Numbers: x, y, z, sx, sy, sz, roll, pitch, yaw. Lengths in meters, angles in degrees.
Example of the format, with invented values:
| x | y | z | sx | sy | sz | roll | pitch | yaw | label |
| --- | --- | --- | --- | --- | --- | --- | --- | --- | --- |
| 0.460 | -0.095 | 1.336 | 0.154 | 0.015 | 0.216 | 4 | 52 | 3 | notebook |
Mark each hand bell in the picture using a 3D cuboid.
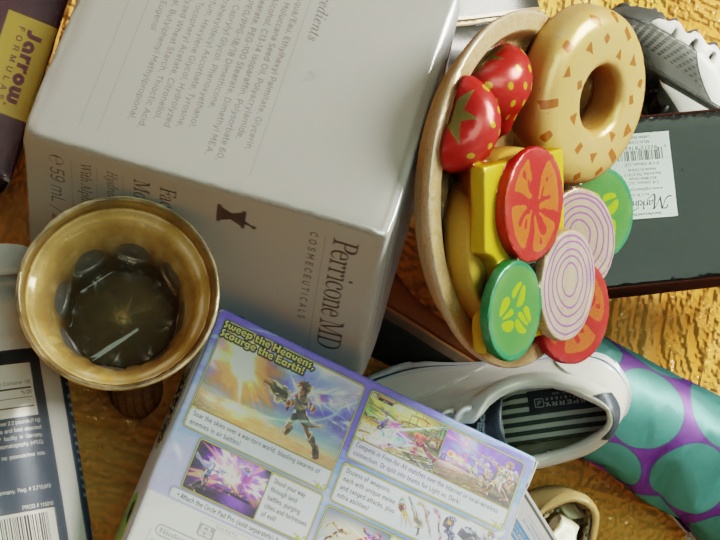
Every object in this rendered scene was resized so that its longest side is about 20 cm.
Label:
| x | y | z | sx | sy | sz | roll | pitch | yaw | label |
| --- | --- | --- | --- | --- | --- | --- | --- | --- | --- |
| -0.128 | 0.044 | 1.235 | 0.103 | 0.200 | 0.105 | 1 | 70 | -3 | hand bell |

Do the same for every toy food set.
| x | y | z | sx | sy | sz | roll | pitch | yaw | label |
| --- | --- | --- | --- | --- | --- | --- | --- | --- | --- |
| 0.095 | -0.041 | 1.224 | 0.200 | 0.048 | 0.200 | -18 | 109 | -54 | toy food set |

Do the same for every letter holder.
| x | y | z | sx | sy | sz | roll | pitch | yaw | label |
| --- | --- | --- | --- | --- | --- | --- | --- | --- | --- |
| 0.178 | -0.036 | 1.387 | 0.198 | 0.142 | 0.101 | -6 | 84 | -11 | letter holder |

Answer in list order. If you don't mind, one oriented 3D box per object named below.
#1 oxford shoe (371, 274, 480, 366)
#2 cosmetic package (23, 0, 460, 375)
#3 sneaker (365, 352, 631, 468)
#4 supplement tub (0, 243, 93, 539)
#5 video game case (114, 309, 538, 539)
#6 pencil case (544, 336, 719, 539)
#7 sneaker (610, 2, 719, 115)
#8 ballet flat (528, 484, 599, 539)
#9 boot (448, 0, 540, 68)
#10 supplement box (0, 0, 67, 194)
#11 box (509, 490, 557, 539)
| x | y | z | sx | sy | sz | roll | pitch | yaw | label |
| --- | --- | --- | --- | --- | --- | --- | --- | --- | --- |
| 0.000 | 0.000 | 1.361 | 0.199 | 0.071 | 0.072 | 36 | 65 | -12 | oxford shoe |
| -0.065 | -0.069 | 1.247 | 0.199 | 0.165 | 0.166 | 16 | 59 | 4 | cosmetic package |
| 0.058 | 0.087 | 1.311 | 0.199 | 0.071 | 0.074 | -15 | 97 | 11 | sneaker |
| -0.222 | 0.096 | 1.216 | 0.139 | 0.140 | 0.202 | -8 | 84 | -23 | supplement tub |
| -0.026 | 0.146 | 1.214 | 0.199 | 0.045 | 0.182 | 26 | 70 | -10 | video game case |
| 0.168 | 0.101 | 1.402 | 0.199 | 0.085 | 0.093 | 28 | 100 | -14 | pencil case |
| 0.219 | -0.085 | 1.463 | 0.200 | 0.066 | 0.091 | 44 | 66 | -12 | sneaker |
| 0.085 | 0.216 | 1.361 | 0.068 | 0.063 | 0.201 | 32 | 71 | -14 | ballet flat |
| 0.040 | -0.094 | 1.392 | 0.199 | 0.077 | 0.139 | -16 | 92 | -22 | boot |
| -0.278 | -0.129 | 1.251 | 0.199 | 0.103 | 0.132 | 20 | 74 | -18 | supplement box |
| 0.011 | 0.201 | 1.302 | 0.200 | 0.116 | 0.060 | -39 | 106 | -22 | box |
